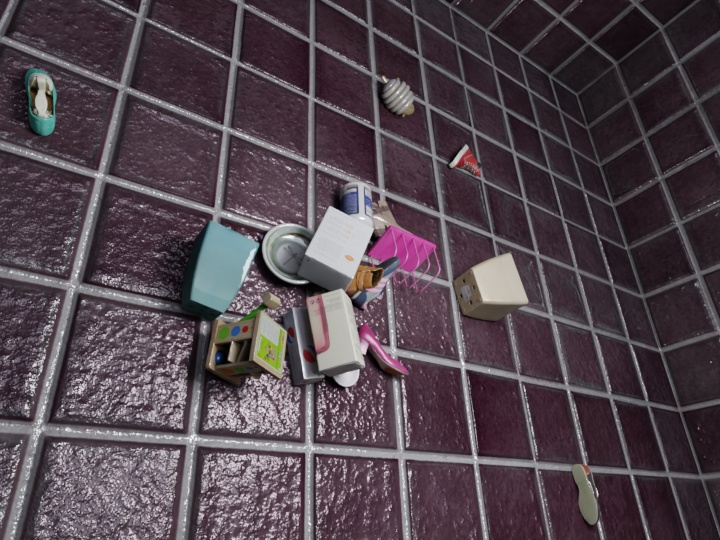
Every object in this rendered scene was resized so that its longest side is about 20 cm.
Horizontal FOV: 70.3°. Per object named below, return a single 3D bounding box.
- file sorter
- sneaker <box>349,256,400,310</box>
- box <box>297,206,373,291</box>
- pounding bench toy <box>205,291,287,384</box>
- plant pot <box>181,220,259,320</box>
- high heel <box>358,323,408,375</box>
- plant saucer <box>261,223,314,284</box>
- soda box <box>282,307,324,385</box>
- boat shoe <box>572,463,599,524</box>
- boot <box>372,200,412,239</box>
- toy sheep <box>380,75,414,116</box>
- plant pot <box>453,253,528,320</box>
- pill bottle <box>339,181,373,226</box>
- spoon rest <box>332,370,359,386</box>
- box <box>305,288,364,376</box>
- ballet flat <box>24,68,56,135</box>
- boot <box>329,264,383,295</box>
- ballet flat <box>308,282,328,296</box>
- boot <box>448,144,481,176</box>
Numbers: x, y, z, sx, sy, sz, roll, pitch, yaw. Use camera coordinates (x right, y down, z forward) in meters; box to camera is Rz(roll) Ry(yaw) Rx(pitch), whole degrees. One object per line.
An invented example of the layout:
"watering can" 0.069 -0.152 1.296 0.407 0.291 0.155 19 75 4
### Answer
"file sorter" 0.149 -0.030 1.712 0.198 0.139 0.127 20 39 -28
"sneaker" 0.058 0.041 1.606 0.082 0.199 0.070 48 10 -19
"box" -0.071 -0.057 1.479 0.151 0.107 0.202 26 53 -4
"pounding bench toy" -0.280 0.160 1.264 0.124 0.154 0.203 51 35 -51
"plant pot" -0.371 0.011 1.300 0.140 0.141 0.203 26 59 -24
"high heel" 0.071 0.246 1.566 0.198 0.067 0.097 28 61 -7
"plant saucer" -0.200 -0.042 1.511 0.197 0.050 0.203 13 56 -20
"soda box" -0.157 0.207 1.408 0.067 0.063 0.203 4 64 -36
"boat shoe" 0.825 0.806 1.850 0.062 0.071 0.203 18 52 -32
"boot" 0.099 -0.177 1.825 0.198 0.070 0.148 5 61 -37
"toy sheep" 0.152 -0.731 2.137 0.200 0.137 0.139 41 47 -17
"plant pot" 0.464 0.071 1.898 0.174 0.200 0.203 -4 68 -28
"pill bottle" -0.014 -0.184 1.707 0.110 0.111 0.203 16 56 -30
"spoon rest" -0.060 0.234 1.472 0.098 0.060 0.203 -5 69 -40
"box" -0.068 0.172 1.390 0.128 0.107 0.203 60 16 -69
"ballet flat" -0.785 -0.432 1.263 0.067 0.070 0.203 -1 67 -38
"boot" 0.000 0.000 1.570 0.077 0.153 0.201 63 34 -23
"ballet flat" -0.123 0.001 1.552 0.066 0.056 0.203 16 57 -41
"boot" 0.476 -0.470 2.288 0.145 0.072 0.200 50 42 -6
